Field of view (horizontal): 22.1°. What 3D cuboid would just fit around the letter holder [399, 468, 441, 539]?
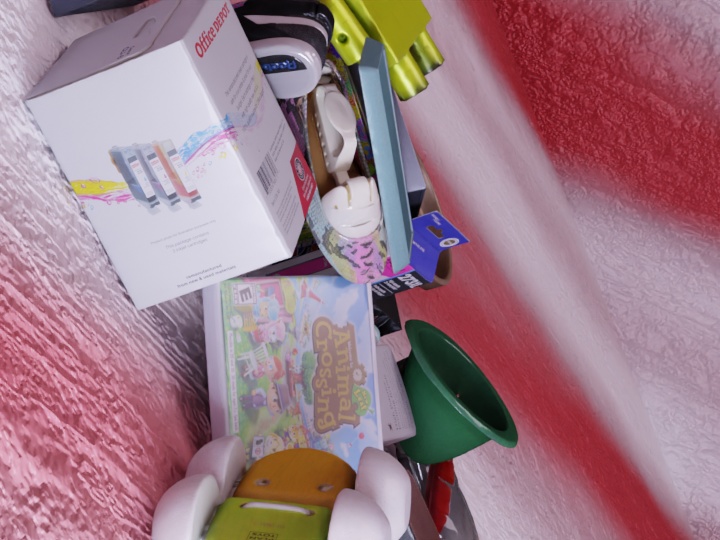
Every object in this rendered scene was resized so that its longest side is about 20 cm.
[{"bbox_3d":[0.037,0.287,1.728,0.142,0.100,0.200,-61,130,-72],"label":"letter holder"}]

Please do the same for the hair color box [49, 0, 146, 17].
[{"bbox_3d":[-0.222,-0.281,1.602,0.200,0.061,0.099,-39,109,-73],"label":"hair color box"}]

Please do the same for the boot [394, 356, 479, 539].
[{"bbox_3d":[0.081,0.202,2.026,0.200,0.072,0.182,60,31,-11],"label":"boot"}]

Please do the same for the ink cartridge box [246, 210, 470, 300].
[{"bbox_3d":[0.000,0.000,1.755,0.095,0.200,0.037,37,36,-61],"label":"ink cartridge box"}]

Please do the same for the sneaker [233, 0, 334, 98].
[{"bbox_3d":[-0.119,-0.198,1.584,0.112,0.199,0.073,-71,160,-47],"label":"sneaker"}]

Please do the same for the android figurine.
[{"bbox_3d":[0.004,-0.253,1.664,0.200,0.041,0.182,55,29,-15],"label":"android figurine"}]

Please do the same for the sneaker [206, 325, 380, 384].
[{"bbox_3d":[-0.047,0.128,1.627,0.200,0.078,0.140,-19,99,-44],"label":"sneaker"}]

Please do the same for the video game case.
[{"bbox_3d":[-0.053,0.104,1.554,0.182,0.022,0.201,-1,85,-45],"label":"video game case"}]

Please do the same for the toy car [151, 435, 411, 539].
[{"bbox_3d":[-0.058,0.217,1.400,0.200,0.175,0.150,-54,147,-72],"label":"toy car"}]

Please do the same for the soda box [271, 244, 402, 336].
[{"bbox_3d":[-0.026,0.009,1.909,0.200,0.063,0.071,44,31,-57],"label":"soda box"}]

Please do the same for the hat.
[{"bbox_3d":[0.051,0.178,1.926,0.166,0.176,0.200,35,19,-38],"label":"hat"}]

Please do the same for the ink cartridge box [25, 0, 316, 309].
[{"bbox_3d":[-0.147,-0.102,1.483,0.145,0.144,0.200,-72,141,-62],"label":"ink cartridge box"}]

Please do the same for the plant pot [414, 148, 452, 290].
[{"bbox_3d":[0.026,-0.064,2.117,0.201,0.093,0.201,-20,90,-75],"label":"plant pot"}]

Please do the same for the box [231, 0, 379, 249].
[{"bbox_3d":[-0.068,-0.134,1.720,0.193,0.122,0.200,104,-31,-80],"label":"box"}]

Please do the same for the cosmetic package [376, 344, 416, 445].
[{"bbox_3d":[-0.015,0.128,1.788,0.200,0.074,0.102,3,68,-74],"label":"cosmetic package"}]

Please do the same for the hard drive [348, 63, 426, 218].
[{"bbox_3d":[0.010,-0.148,1.742,0.135,0.042,0.200,103,-31,-76],"label":"hard drive"}]

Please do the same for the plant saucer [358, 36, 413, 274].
[{"bbox_3d":[0.024,-0.099,1.605,0.070,0.019,0.200,-79,162,-60],"label":"plant saucer"}]

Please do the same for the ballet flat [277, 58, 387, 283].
[{"bbox_3d":[-0.019,-0.089,1.578,0.071,0.069,0.200,-33,-108,62],"label":"ballet flat"}]
